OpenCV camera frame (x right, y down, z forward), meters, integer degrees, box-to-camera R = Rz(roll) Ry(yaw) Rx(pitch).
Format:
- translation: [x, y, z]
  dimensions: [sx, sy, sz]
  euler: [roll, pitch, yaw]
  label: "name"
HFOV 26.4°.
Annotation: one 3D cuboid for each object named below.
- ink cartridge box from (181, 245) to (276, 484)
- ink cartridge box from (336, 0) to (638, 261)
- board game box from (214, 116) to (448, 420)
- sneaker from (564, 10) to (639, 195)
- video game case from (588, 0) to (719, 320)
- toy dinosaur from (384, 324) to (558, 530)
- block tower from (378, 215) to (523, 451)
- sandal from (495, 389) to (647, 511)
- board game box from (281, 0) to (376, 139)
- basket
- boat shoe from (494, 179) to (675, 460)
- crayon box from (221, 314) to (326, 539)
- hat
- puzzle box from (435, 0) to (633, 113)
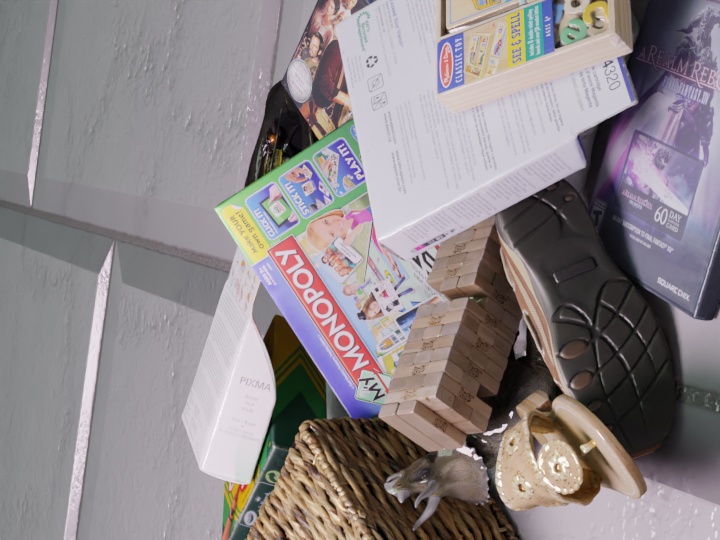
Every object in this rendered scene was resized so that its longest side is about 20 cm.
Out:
- translation: [-0.093, 0.057, 1.268]
  dimensions: [0.161, 0.050, 0.200]
  euler: [-138, 68, -74]
  label: "ink cartridge box"
- translation: [0.084, -0.133, 1.035]
  dimensions: [0.200, 0.043, 0.197]
  euler: [-26, 54, 24]
  label: "ink cartridge box"
- translation: [0.000, 0.000, 1.157]
  dimensions: [0.134, 0.200, 0.029]
  euler: [-32, 7, 11]
  label: "board game box"
- translation: [0.146, -0.139, 1.055]
  dimensions: [0.099, 0.078, 0.201]
  euler: [0, 85, 61]
  label: "sneaker"
- translation: [0.207, -0.086, 0.979]
  dimensions: [0.143, 0.019, 0.201]
  euler: [41, 121, 60]
  label: "video game case"
- translation: [0.102, 0.097, 1.105]
  dimensions: [0.200, 0.077, 0.102]
  euler: [-43, 39, 6]
  label: "toy dinosaur"
- translation: [0.078, 0.027, 1.086]
  dimensions: [0.054, 0.058, 0.200]
  euler: [-13, 49, 47]
  label: "block tower"
- translation: [0.117, 0.124, 0.960]
  dimensions: [0.078, 0.070, 0.212]
  euler: [52, 177, -3]
  label: "sandal"
- translation: [0.018, -0.129, 1.203]
  dimensions: [0.200, 0.035, 0.136]
  euler: [57, 139, 27]
  label: "board game box"
- translation: [0.021, 0.225, 1.136]
  dimensions: [0.200, 0.142, 0.149]
  euler: [55, 130, 41]
  label: "basket"
- translation: [0.147, 0.032, 1.015]
  dimensions: [0.074, 0.075, 0.200]
  euler: [94, 158, -68]
  label: "boat shoe"
- translation: [-0.073, 0.130, 1.305]
  dimensions: [0.200, 0.051, 0.127]
  euler: [-93, 24, -54]
  label: "crayon box"
- translation: [-0.048, -0.092, 1.438]
  dimensions: [0.201, 0.081, 0.201]
  euler: [-169, 90, -72]
  label: "hat"
- translation: [0.110, -0.211, 1.010]
  dimensions: [0.133, 0.025, 0.200]
  euler: [-17, 57, 32]
  label: "puzzle box"
